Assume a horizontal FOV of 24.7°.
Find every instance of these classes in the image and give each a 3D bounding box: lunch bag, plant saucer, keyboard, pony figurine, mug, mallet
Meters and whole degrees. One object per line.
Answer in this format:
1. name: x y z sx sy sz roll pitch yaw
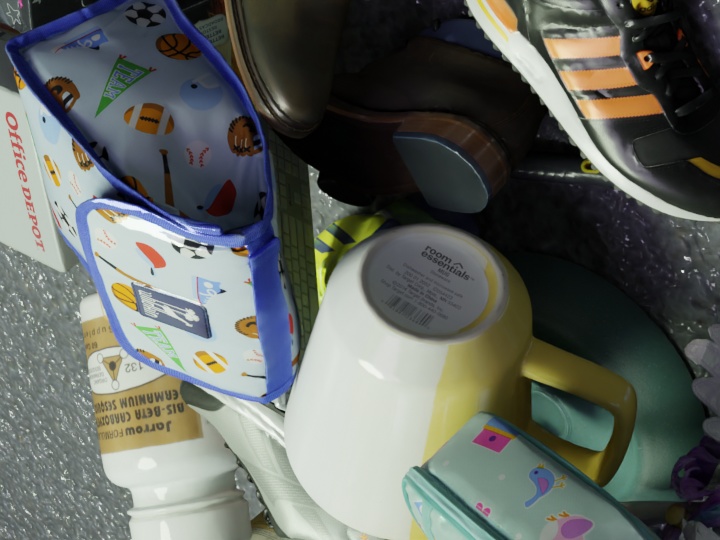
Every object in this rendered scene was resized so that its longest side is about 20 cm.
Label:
1. lunch bag: 0.107 0.175 0.873 0.160 0.077 0.200 33 158 48
2. plant saucer: 0.125 0.084 1.046 0.200 0.036 0.200 29 137 30
3. keyboard: -0.045 -0.004 1.055 0.011 0.056 0.200 -18 67 33
4. pony figurine: 0.222 0.146 0.921 0.193 0.167 0.200 29 147 -23
5. mug: 0.051 0.050 0.945 0.153 0.186 0.150 96 164 -51
6. mallet: 0.066 -0.075 0.983 0.200 0.066 0.041 0 156 31
7. lunch bag: -0.107 -0.035 0.943 0.200 0.124 0.170 49 160 29

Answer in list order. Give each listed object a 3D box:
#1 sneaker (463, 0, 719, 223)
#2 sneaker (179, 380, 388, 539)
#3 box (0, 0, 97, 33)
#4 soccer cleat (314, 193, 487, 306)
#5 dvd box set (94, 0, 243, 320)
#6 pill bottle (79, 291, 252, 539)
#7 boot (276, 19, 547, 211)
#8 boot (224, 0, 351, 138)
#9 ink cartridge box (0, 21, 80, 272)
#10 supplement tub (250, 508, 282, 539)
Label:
1. sneaker: 0.138 -0.112 0.840 0.200 0.070 0.090 48 147 11
2. sneaker: -0.046 0.129 1.045 0.200 0.074 0.079 35 96 27
3. box: -0.197 -0.271 1.025 0.115 0.132 0.200 33 139 30
4. soccer cleat: 0.000 -0.001 1.072 0.065 0.084 0.200 57 144 -5
5. dvd box set: -0.126 -0.077 1.095 0.029 0.146 0.200 30 139 45
6. pill bottle: -0.141 0.110 1.235 0.114 0.114 0.200 -15 83 52
7. boot: 0.029 -0.098 0.956 0.200 0.097 0.075 22 149 43
8. boot: -0.017 -0.176 0.892 0.097 0.075 0.200 -21 62 45
9. ink cartridge box: -0.238 -0.118 1.184 0.200 0.145 0.145 24 136 33
10. supplement tub: -0.066 0.271 1.270 0.145 0.200 0.146 28 137 30
